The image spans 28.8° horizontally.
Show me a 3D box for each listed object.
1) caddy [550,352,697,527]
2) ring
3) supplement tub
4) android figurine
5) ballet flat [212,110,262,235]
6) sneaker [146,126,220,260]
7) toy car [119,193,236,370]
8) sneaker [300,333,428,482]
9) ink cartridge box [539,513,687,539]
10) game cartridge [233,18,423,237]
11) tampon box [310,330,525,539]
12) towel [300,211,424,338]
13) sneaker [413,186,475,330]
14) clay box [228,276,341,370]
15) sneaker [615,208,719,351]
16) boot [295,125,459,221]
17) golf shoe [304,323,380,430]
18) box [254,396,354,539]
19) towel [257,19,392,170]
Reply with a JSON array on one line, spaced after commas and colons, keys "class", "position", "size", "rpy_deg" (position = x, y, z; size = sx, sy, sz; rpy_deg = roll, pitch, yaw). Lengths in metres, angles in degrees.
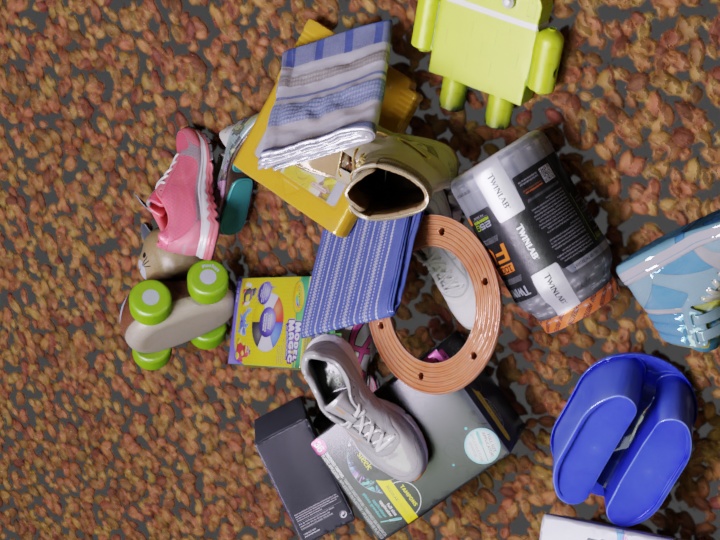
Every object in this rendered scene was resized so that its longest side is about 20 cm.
[{"class": "caddy", "position": [0.296, 0.187, 1.586], "size": [0.140, 0.105, 0.201], "rpy_deg": [24, 120, 0]}, {"class": "ring", "position": [0.084, 0.038, 1.585], "size": [0.199, 0.019, 0.203], "rpy_deg": [0, 90, 43]}, {"class": "supplement tub", "position": [0.196, -0.041, 1.543], "size": [0.122, 0.122, 0.201], "rpy_deg": [-30, 91, 39]}, {"class": "android figurine", "position": [0.141, -0.261, 1.541], "size": [0.181, 0.041, 0.202], "rpy_deg": [26, 124, 24]}, {"class": "ballet flat", "position": [-0.157, -0.138, 1.792], "size": [0.071, 0.069, 0.201], "rpy_deg": [49, 132, 32]}, {"class": "sneaker", "position": [-0.230, -0.105, 1.785], "size": [0.074, 0.086, 0.202], "rpy_deg": [114, 152, -51]}, {"class": "toy car", "position": [-0.268, -0.001, 1.878], "size": [0.165, 0.156, 0.201], "rpy_deg": [103, 144, -60]}, {"class": "sneaker", "position": [-0.004, 0.165, 1.595], "size": [0.076, 0.092, 0.200], "rpy_deg": [-42, 86, 15]}, {"class": "ink cartridge box", "position": [0.317, 0.339, 1.597], "size": [0.198, 0.145, 0.084], "rpy_deg": [6, 82, 33]}, {"class": "game cartridge", "position": [-0.040, -0.169, 1.659], "size": [0.176, 0.032, 0.201], "rpy_deg": [34, 103, 23]}, {"class": "tampon box", "position": [0.072, 0.198, 1.691], "size": [0.199, 0.126, 0.150], "rpy_deg": [-38, 87, 18]}, {"class": "towel", "position": [0.000, 0.000, 1.626], "size": [0.024, 0.146, 0.199], "rpy_deg": [24, 158, -27]}, {"class": "sneaker", "position": [0.097, -0.016, 1.651], "size": [0.075, 0.081, 0.202], "rpy_deg": [-17, 101, 36]}, {"class": "clay box", "position": [-0.093, 0.067, 1.775], "size": [0.199, 0.047, 0.116], "rpy_deg": [-3, 79, 55]}, {"class": "sneaker", "position": [0.375, 0.011, 1.471], "size": [0.199, 0.079, 0.131], "rpy_deg": [-29, 90, 49]}, {"class": "boot", "position": [-0.002, -0.110, 1.539], "size": [0.198, 0.156, 0.074], "rpy_deg": [13, 112, 12]}, {"class": "golf shoe", "position": [-0.028, 0.110, 1.777], "size": [0.072, 0.091, 0.202], "rpy_deg": [20, 121, 54]}, {"class": "box", "position": [-0.076, 0.253, 1.813], "size": [0.078, 0.200, 0.142], "rpy_deg": [-24, 94, -3]}, {"class": "towel", "position": [-0.038, -0.199, 1.571], "size": [0.145, 0.201, 0.024], "rpy_deg": [-13, 134, 24]}]
